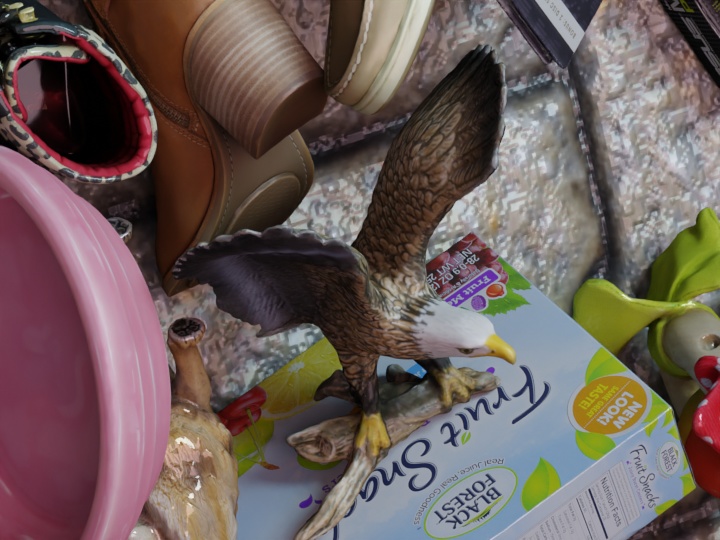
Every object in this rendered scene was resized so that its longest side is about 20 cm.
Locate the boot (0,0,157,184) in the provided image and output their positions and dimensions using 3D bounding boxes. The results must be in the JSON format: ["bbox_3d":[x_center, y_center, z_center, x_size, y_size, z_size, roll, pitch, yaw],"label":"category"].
[{"bbox_3d":[-0.178,-0.114,1.315,0.204,0.154,0.074,46,79,-20],"label":"boot"}]

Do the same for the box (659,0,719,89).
[{"bbox_3d":[0.221,-0.212,1.513,0.200,0.044,0.160,-42,109,-11],"label":"box"}]

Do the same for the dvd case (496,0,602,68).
[{"bbox_3d":[0.107,-0.206,1.320,0.201,0.016,0.149,-62,150,-9],"label":"dvd case"}]

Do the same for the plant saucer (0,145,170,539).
[{"bbox_3d":[-0.145,0.042,1.296,0.051,0.200,0.202,-12,103,-38],"label":"plant saucer"}]

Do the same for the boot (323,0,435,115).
[{"bbox_3d":[-0.039,-0.175,1.275,0.154,0.072,0.201,10,82,-21],"label":"boot"}]

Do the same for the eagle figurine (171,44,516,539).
[{"bbox_3d":[0.007,0.001,1.320,0.150,0.152,0.201,-4,133,13],"label":"eagle figurine"}]

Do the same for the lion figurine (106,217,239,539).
[{"bbox_3d":[-0.110,0.052,1.377,0.072,0.200,0.123,-17,131,-13],"label":"lion figurine"}]

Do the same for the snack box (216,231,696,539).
[{"bbox_3d":[0.029,0.096,1.416,0.200,0.169,0.068,-35,136,-11],"label":"snack box"}]

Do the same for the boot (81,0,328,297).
[{"bbox_3d":[-0.095,-0.088,1.384,0.077,0.200,0.155,-35,73,-24],"label":"boot"}]

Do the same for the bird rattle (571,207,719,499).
[{"bbox_3d":[0.190,0.066,1.473,0.113,0.200,0.163,-38,133,-11],"label":"bird rattle"}]
